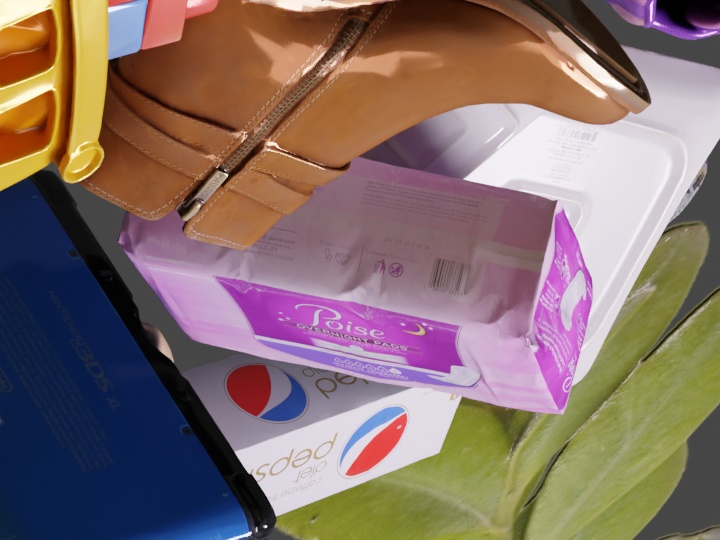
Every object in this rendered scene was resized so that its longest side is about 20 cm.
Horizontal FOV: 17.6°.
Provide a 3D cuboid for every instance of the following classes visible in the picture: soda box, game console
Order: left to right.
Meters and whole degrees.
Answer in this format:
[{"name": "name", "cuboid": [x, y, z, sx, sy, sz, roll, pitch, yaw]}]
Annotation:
[{"name": "game console", "cuboid": [-0.126, 0.069, 0.979, 0.170, 0.200, 0.119, -13, 145, -37]}, {"name": "soda box", "cuboid": [-0.036, 0.081, 1.237, 0.199, 0.064, 0.068, -17, 138, -40]}]

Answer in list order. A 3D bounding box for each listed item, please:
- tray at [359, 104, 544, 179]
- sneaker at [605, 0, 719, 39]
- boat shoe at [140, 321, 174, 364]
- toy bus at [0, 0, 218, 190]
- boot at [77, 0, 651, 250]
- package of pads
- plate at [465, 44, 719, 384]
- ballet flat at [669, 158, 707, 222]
[{"name": "tray", "cuboid": [0.005, -0.087, 1.027, 0.107, 0.022, 0.200, -41, 138, 6]}, {"name": "sneaker", "cuboid": [0.167, -0.149, 1.107, 0.200, 0.089, 0.081, -7, 140, -46]}, {"name": "boat shoe", "cuboid": [-0.172, 0.084, 1.101, 0.200, 0.074, 0.069, -34, 153, -26]}, {"name": "toy bus", "cuboid": [-0.132, -0.108, 0.747, 0.191, 0.136, 0.200, -20, 148, -22]}, {"name": "boot", "cuboid": [-0.002, -0.065, 0.890, 0.199, 0.074, 0.155, 25, 115, -22]}, {"name": "package of pads", "cuboid": [0.000, 0.000, 1.042, 0.121, 0.199, 0.076, 58, 46, -66]}, {"name": "plate", "cuboid": [0.077, -0.026, 1.158, 0.199, 0.032, 0.201, 11, 119, -31]}, {"name": "ballet flat", "cuboid": [0.106, -0.035, 1.232, 0.200, 0.072, 0.072, -27, 152, -17]}]
